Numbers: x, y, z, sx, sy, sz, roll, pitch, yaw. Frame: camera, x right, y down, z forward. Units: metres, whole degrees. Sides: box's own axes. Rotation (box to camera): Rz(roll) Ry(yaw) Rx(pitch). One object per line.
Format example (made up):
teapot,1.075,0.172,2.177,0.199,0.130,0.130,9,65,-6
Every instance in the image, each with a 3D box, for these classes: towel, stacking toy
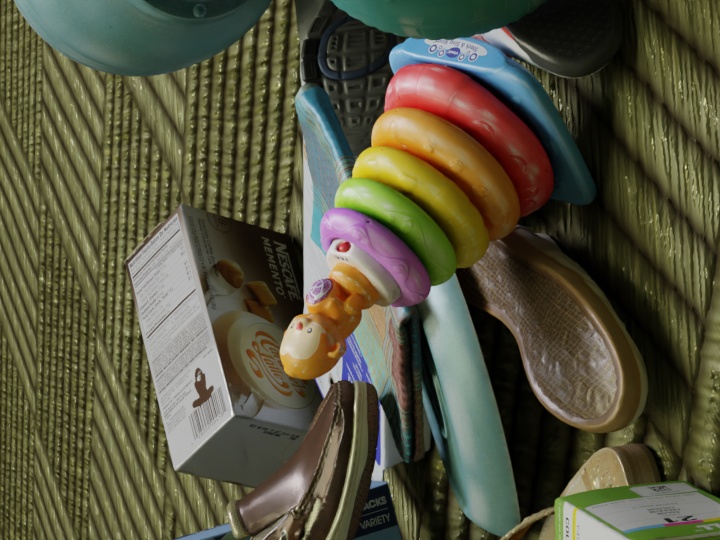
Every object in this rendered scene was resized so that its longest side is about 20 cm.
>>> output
towel,0.000,0.000,1.419,0.147,0.022,0.200,85,167,-49
stacking toy,0.020,-0.021,1.241,0.116,0.200,0.110,18,151,46

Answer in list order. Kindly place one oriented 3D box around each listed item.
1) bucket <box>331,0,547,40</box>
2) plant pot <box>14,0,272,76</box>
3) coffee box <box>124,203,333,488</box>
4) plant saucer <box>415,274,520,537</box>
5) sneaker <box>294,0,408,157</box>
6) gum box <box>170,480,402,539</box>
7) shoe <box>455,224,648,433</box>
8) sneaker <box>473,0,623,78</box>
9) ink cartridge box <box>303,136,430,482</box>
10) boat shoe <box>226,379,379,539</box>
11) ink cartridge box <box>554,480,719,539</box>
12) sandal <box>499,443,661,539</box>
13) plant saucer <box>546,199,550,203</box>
bucket,0.036,-0.219,1.166,0.135,0.206,0.208,60,-159,-77
plant pot,-0.128,-0.226,1.541,0.134,0.200,0.201,-163,70,-66
coffee box,-0.094,0.060,1.763,0.080,0.114,0.200,-44,46,32
plant saucer,0.053,0.066,1.384,0.200,0.027,0.201,164,90,-87
sneaker,-0.010,-0.162,1.576,0.087,0.074,0.201,106,163,-63
gum box,-0.039,0.257,1.528,0.045,0.169,0.201,170,86,-71
shoe,0.112,0.024,1.258,0.200,0.053,0.070,-128,48,-55
sneaker,0.084,-0.144,1.289,0.201,0.067,0.108,46,166,38
ink cartridge box,0.003,0.030,1.594,0.198,0.047,0.200,-117,19,-49
boat shoe,-0.045,0.157,1.437,0.075,0.075,0.203,-104,29,-68
ink cartridge box,0.163,0.193,1.087,0.200,0.076,0.148,-156,63,-71
sandal,0.099,0.158,1.288,0.212,0.069,0.078,113,147,-56
plant saucer,0.071,-0.052,1.411,0.200,0.019,0.070,152,113,-70
